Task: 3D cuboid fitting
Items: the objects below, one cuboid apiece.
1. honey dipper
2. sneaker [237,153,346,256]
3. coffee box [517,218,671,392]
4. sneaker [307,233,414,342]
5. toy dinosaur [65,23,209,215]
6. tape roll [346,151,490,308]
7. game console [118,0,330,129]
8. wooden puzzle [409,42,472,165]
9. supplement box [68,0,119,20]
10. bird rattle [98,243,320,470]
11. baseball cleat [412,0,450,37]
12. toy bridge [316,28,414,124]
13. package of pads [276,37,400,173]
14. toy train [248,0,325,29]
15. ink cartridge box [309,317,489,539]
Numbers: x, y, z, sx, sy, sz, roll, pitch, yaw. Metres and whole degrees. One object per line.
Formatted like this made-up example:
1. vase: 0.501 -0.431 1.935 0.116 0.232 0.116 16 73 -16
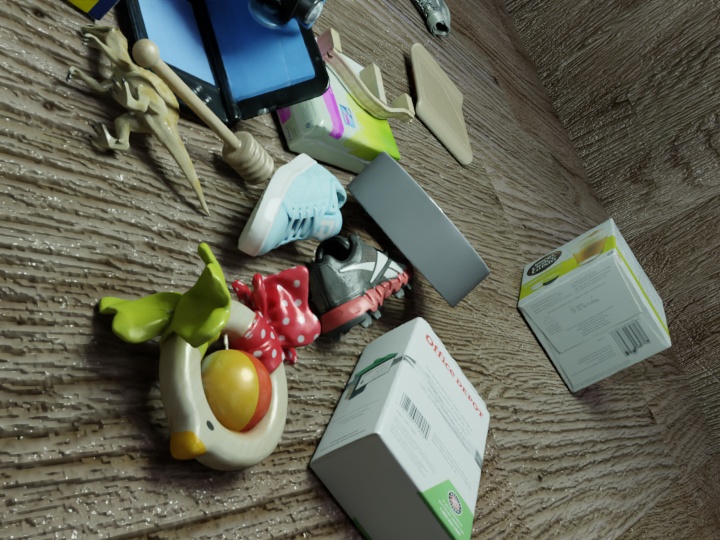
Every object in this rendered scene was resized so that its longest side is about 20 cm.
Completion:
1. honey dipper: -0.143 -0.146 0.679 0.200 0.037 0.038 49 24 -56
2. sneaker: -0.057 -0.061 0.739 0.081 0.074 0.201 30 31 -1
3. coffee box: 0.433 0.061 1.358 0.201 0.198 0.198 54 27 -10
4. sneaker: 0.000 0.000 0.804 0.099 0.070 0.200 61 28 -3
5. toy dinosaur: -0.187 -0.140 0.631 0.202 0.058 0.101 59 26 -3
6. tape roll: 0.071 -0.050 0.898 0.201 0.066 0.200 47 5 -5
7. game console: -0.147 -0.264 0.756 0.175 0.115 0.203 13 52 -56
8. wooden puzzle: 0.154 -0.326 1.438 0.184 0.037 0.202 38 39 -38
9. supplement box: -0.273 -0.333 0.612 0.199 0.109 0.110 28 40 -46
10. bird rattle: -0.105 0.071 0.567 0.200 0.111 0.166 34 47 -63
11. baseball cleat: 0.157 -0.630 1.694 0.199 0.069 0.108 36 35 -39
12. toy bridge: 0.016 -0.240 0.967 0.199 0.027 0.068 26 47 -50
13. package of pads: -0.040 -0.218 0.952 0.199 0.068 0.157 10 57 -58
14. toy train: -0.107 -0.340 0.757 0.199 0.087 0.115 40 47 -1
15. ink cartridge box: 0.049 0.164 0.716 0.147 0.084 0.200 54 27 -12
